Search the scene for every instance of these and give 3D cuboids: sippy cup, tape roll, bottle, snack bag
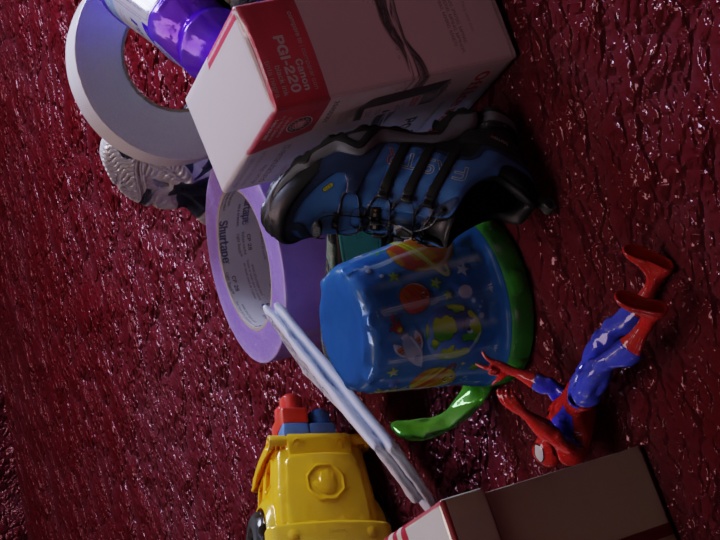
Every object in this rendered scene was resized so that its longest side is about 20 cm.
[{"bbox_3d":[0.043,0.033,1.109,0.140,0.129,0.180,-40,65,63],"label":"sippy cup"},{"bbox_3d":[-0.075,-0.018,1.400,0.200,0.084,0.203,-140,45,-56],"label":"tape roll"},{"bbox_3d":[-0.154,-0.215,1.275,0.066,0.083,0.200,-52,50,1],"label":"bottle"},{"bbox_3d":[0.004,0.132,1.224,0.189,0.021,0.200,47,174,38],"label":"snack bag"},{"bbox_3d":[-0.184,-0.203,1.418,0.037,0.201,0.206,-15,87,63],"label":"tape roll"}]

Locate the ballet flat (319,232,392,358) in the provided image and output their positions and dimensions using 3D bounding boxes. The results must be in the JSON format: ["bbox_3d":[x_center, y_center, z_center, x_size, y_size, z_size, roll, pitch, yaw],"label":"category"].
[{"bbox_3d":[0.000,0.000,1.285,0.074,0.073,0.202,46,139,49],"label":"ballet flat"}]

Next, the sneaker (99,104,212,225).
[{"bbox_3d":[-0.192,-0.134,1.514,0.079,0.198,0.131,-37,51,33],"label":"sneaker"}]

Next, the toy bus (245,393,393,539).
[{"bbox_3d":[-0.056,0.229,1.433,0.201,0.134,0.194,113,152,-55],"label":"toy bus"}]

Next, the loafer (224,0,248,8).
[{"bbox_3d":[-0.111,-0.306,1.278,0.075,0.069,0.202,-52,27,42],"label":"loafer"}]

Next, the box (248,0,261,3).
[{"bbox_3d":[-0.032,-0.239,1.234,0.200,0.064,0.071,-24,79,65],"label":"box"}]

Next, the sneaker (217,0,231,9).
[{"bbox_3d":[-0.127,-0.318,1.348,0.118,0.073,0.203,-81,-22,-73],"label":"sneaker"}]

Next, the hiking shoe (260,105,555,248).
[{"bbox_3d":[0.030,-0.053,1.011,0.075,0.198,0.087,88,160,-53],"label":"hiking shoe"}]

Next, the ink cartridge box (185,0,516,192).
[{"bbox_3d":[-0.008,-0.139,1.060,0.086,0.198,0.146,67,154,11],"label":"ink cartridge box"}]

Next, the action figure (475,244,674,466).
[{"bbox_3d":[0.129,0.062,0.975,0.201,0.098,0.066,104,-173,-46],"label":"action figure"}]

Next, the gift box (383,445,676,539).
[{"bbox_3d":[0.114,0.244,0.978,0.202,0.185,0.185,69,154,21],"label":"gift box"}]
